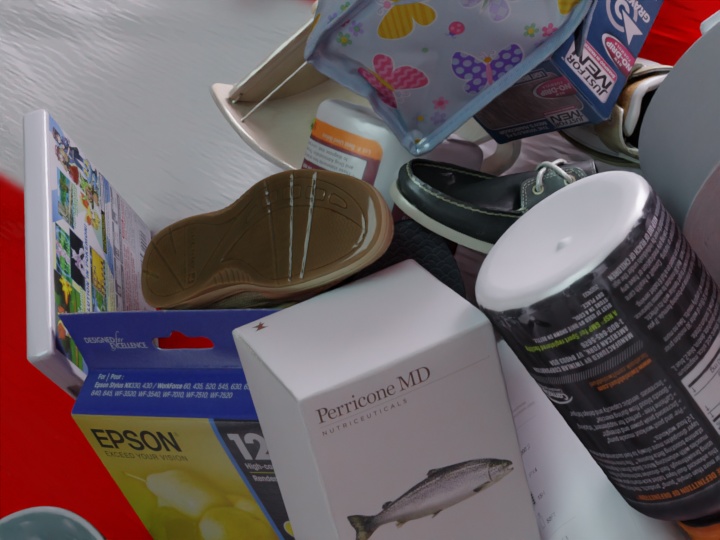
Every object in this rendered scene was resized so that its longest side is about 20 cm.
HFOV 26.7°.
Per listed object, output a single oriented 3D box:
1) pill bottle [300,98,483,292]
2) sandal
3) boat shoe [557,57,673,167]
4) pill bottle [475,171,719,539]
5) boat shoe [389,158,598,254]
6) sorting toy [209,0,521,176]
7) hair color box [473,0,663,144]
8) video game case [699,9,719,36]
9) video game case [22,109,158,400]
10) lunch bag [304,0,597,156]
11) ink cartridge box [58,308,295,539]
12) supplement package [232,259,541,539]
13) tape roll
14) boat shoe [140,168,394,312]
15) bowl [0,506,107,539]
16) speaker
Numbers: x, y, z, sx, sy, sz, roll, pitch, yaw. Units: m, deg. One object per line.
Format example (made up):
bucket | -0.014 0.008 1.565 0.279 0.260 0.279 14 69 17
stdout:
pill bottle | 0.000 0.000 0.990 0.114 0.114 0.202 25 102 41
sandal | 0.029 0.064 0.935 0.075 0.202 0.043 -9 19 -8
boat shoe | 0.186 -0.100 0.953 0.199 0.068 0.075 26 85 42
pill bottle | 0.154 0.056 0.790 0.106 0.201 0.106 -33 20 14
boat shoe | 0.116 -0.040 0.904 0.072 0.198 0.068 -89 13 -61
sorting toy | 0.026 -0.114 1.068 0.200 0.107 0.181 -39 64 17
hair color box | 0.144 -0.183 0.982 0.100 0.060 0.201 -9 47 52
video game case | 0.297 -0.153 0.822 0.199 0.182 0.024 -33 66 20
video game case | -0.194 0.013 1.109 0.022 0.183 0.202 -15 59 12
lunch bag | 0.076 -0.192 0.894 0.200 0.127 0.170 -38 28 30
ink cartridge box | -0.089 0.114 0.975 0.196 0.201 0.047 -3 41 36
supplement package | 0.021 0.116 0.853 0.116 0.202 0.117 -21 24 -14
tape roll | 0.251 -0.071 0.803 0.199 0.200 0.067 -33 52 19
boat shoe | -0.048 -0.012 0.916 0.199 0.064 0.072 -11 68 43
bowl | -0.202 0.273 1.040 0.199 0.105 0.203 -16 60 31
speaker | 0.132 0.129 0.876 0.081 0.081 0.201 -34 52 19
